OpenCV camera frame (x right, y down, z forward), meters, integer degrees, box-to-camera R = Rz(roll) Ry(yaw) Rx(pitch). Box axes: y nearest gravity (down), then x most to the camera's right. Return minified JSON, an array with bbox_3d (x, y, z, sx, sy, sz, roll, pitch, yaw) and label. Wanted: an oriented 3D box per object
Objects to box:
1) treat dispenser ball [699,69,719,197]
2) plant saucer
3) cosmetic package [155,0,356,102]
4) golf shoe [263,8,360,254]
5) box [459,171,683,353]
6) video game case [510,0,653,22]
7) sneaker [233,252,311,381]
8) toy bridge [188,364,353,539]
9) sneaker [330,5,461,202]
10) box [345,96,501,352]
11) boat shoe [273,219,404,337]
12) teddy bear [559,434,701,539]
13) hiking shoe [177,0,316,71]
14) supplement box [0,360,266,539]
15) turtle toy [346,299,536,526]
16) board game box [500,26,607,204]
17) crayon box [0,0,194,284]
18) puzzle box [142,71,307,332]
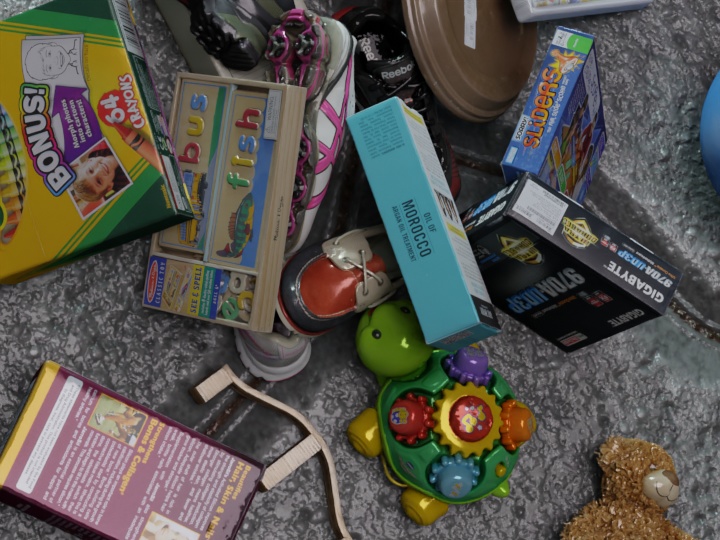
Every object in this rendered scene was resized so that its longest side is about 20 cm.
[{"bbox_3d":[0.406,-0.124,1.784,0.199,0.201,0.202,3,79,-16],"label":"treat dispenser ball"},{"bbox_3d":[0.101,-0.230,1.744,0.200,0.029,0.202,12,75,-53],"label":"plant saucer"},{"bbox_3d":[-0.099,-0.204,1.716,0.103,0.073,0.201,-26,88,-19],"label":"cosmetic package"},{"bbox_3d":[-0.038,-0.109,1.638,0.092,0.072,0.201,11,89,-51],"label":"golf shoe"},{"bbox_3d":[0.161,-0.003,1.687,0.158,0.200,0.046,33,71,-9],"label":"box"},{"bbox_3d":[0.177,-0.318,1.798,0.199,0.023,0.183,-14,83,-48],"label":"video game case"},{"bbox_3d":[-0.090,-0.008,1.672,0.081,0.088,0.201,-28,88,-19],"label":"sneaker"},{"bbox_3d":[-0.060,0.162,1.680,0.067,0.027,0.200,-37,91,-21],"label":"toy bridge"},{"bbox_3d":[0.032,-0.145,1.729,0.071,0.098,0.201,-26,88,-15],"label":"sneaker"},{"bbox_3d":[0.052,-0.037,1.630,0.049,0.082,0.201,-22,77,13],"label":"box"},{"bbox_3d":[0.000,0.000,1.660,0.200,0.062,0.072,-26,95,-53],"label":"boat shoe"},{"bbox_3d":[0.237,0.245,1.732,0.145,0.067,0.201,35,72,-10],"label":"teddy bear"},{"bbox_3d":[-0.125,-0.267,1.653,0.101,0.076,0.201,-39,100,-27],"label":"hiking shoe"},{"bbox_3d":[-0.193,0.169,1.609,0.199,0.086,0.111,27,73,-10],"label":"supplement box"},{"bbox_3d":[0.065,0.113,1.688,0.146,0.101,0.200,-40,92,-19],"label":"turtle toy"},{"bbox_3d":[0.170,-0.103,1.714,0.034,0.200,0.136,18,72,17],"label":"board game box"},{"bbox_3d":[-0.248,-0.110,1.623,0.172,0.058,0.201,-19,84,11],"label":"crayon box"},{"bbox_3d":[-0.113,-0.058,1.621,0.025,0.133,0.201,6,93,-49],"label":"puzzle box"}]
